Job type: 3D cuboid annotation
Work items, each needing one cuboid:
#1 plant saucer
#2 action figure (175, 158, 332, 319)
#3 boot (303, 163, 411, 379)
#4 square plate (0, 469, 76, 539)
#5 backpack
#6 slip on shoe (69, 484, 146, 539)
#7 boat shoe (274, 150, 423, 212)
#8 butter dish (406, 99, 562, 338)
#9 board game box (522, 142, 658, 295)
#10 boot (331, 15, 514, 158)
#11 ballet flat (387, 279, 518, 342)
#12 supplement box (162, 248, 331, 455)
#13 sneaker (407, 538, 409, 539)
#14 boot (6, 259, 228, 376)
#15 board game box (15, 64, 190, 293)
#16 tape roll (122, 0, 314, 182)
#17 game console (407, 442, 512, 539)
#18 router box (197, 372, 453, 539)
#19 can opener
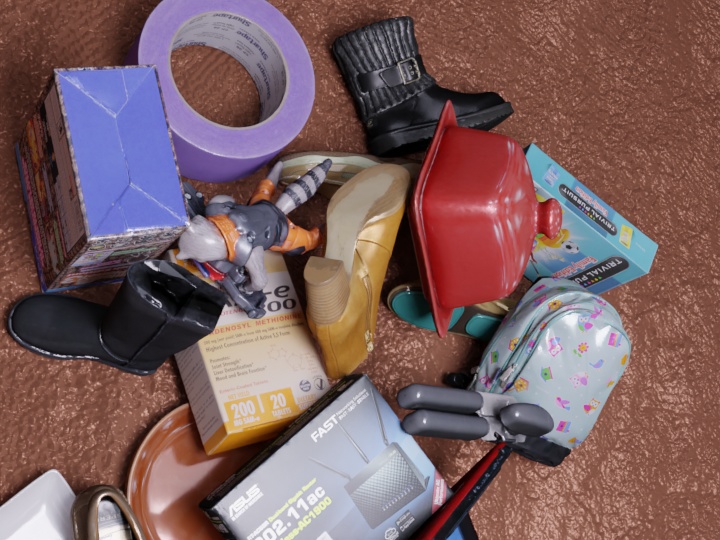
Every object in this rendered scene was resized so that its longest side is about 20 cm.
[{"bbox_3d":[-0.142,0.230,1.115,0.199,0.032,0.202,8,72,-24],"label":"plant saucer"},{"bbox_3d":[-0.120,-0.065,1.096,0.200,0.105,0.193,48,41,8],"label":"action figure"},{"bbox_3d":[0.000,0.001,1.121,0.070,0.145,0.202,14,50,23],"label":"boot"},{"bbox_3d":[-0.310,0.321,1.008,0.200,0.028,0.199,-36,93,-30],"label":"square plate"},{"bbox_3d":[0.215,0.112,1.237,0.166,0.127,0.201,24,101,-23],"label":"backpack"},{"bbox_3d":[-0.215,0.295,1.011,0.076,0.061,0.201,-11,82,-30],"label":"slip on shoe"},{"bbox_3d":[-0.004,-0.093,1.257,0.199,0.072,0.077,2,88,-26],"label":"boat shoe"},{"bbox_3d":[0.142,-0.056,1.173,0.200,0.147,0.200,-68,151,-47],"label":"butter dish"},{"bbox_3d":[0.227,-0.047,1.307,0.200,0.151,0.047,36,59,-13],"label":"board game box"},{"bbox_3d":[0.079,-0.231,1.327,0.210,0.079,0.159,-15,83,-29],"label":"boot"},{"bbox_3d":[0.116,0.043,1.290,0.199,0.069,0.063,20,40,-23],"label":"ballet flat"},{"bbox_3d":[-0.121,0.072,1.122,0.125,0.074,0.201,-11,69,-31],"label":"supplement box"},{"bbox_3d":[0.011,0.308,1.132,0.199,0.071,0.113,11,71,-41],"label":"sneaker"},{"bbox_3d":[-0.232,0.040,1.025,0.164,0.200,0.066,15,70,-22],"label":"boot"},{"bbox_3d":[-0.252,-0.083,1.049,0.096,0.200,0.160,-9,80,-29],"label":"board game box"},{"bbox_3d":[-0.156,-0.203,1.199,0.199,0.085,0.201,7,73,-24],"label":"tape roll"},{"bbox_3d":[0.102,0.299,1.100,0.119,0.173,0.200,43,38,7],"label":"game console"},{"bbox_3d":[-0.030,0.217,1.043,0.200,0.062,0.150,-40,97,-21],"label":"router box"},{"bbox_3d":[0.116,0.141,1.103,0.199,0.066,0.053,11,56,-44],"label":"can opener"}]
